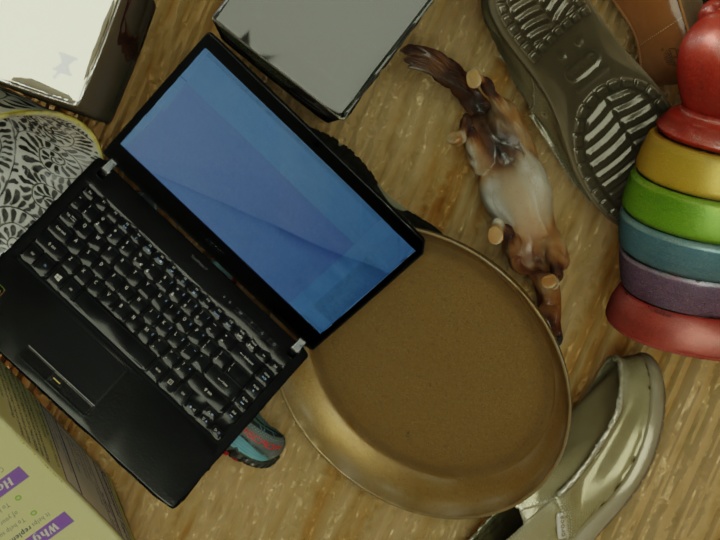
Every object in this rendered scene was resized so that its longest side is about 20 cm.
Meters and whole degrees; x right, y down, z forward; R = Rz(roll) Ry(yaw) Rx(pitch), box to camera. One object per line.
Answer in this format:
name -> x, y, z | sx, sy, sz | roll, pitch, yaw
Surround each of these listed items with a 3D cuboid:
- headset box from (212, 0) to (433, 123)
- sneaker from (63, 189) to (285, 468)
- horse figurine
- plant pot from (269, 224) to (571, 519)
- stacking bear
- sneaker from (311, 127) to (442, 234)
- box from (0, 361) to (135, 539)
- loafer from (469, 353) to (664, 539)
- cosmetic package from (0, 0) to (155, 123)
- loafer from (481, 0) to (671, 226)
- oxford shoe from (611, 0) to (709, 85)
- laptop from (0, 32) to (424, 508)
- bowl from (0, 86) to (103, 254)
headset box -> 0.002, -0.181, 0.975 | 0.093, 0.200, 0.174 | 37, 91, -5
sneaker -> -0.101, 0.035, 1.047 | 0.095, 0.079, 0.200 | -42, 104, -10
horse figurine -> 0.089, -0.052, 1.041 | 0.050, 0.133, 0.201 | -24, 82, 12
plant pot -> 0.037, 0.059, 1.018 | 0.199, 0.027, 0.201 | 13, 121, 23
stacking bear -> 0.216, -0.057, 1.004 | 0.113, 0.121, 0.201 | -1, 110, -25
sneaker -> 0.000, 0.000, 1.068 | 0.200, 0.077, 0.089 | 46, 122, -7
box -> -0.260, 0.143, 0.994 | 0.176, 0.097, 0.200 | -36, 126, 0
loafer -> 0.123, 0.136, 1.061 | 0.068, 0.076, 0.200 | 28, 93, -12
cosmetic package -> -0.182, -0.144, 0.966 | 0.103, 0.200, 0.087 | 22, 91, -5
loafer -> 0.139, -0.116, 1.057 | 0.076, 0.068, 0.200 | -32, 111, 0
oxford shoe -> 0.173, -0.212, 1.053 | 0.071, 0.071, 0.201 | -16, 87, 32
laptop -> -0.098, 0.004, 0.967 | 0.177, 0.103, 0.200 | 44, 73, -6
bowl -> -0.260, -0.048, 0.997 | 0.201, 0.201, 0.094 | -41, 68, 0
